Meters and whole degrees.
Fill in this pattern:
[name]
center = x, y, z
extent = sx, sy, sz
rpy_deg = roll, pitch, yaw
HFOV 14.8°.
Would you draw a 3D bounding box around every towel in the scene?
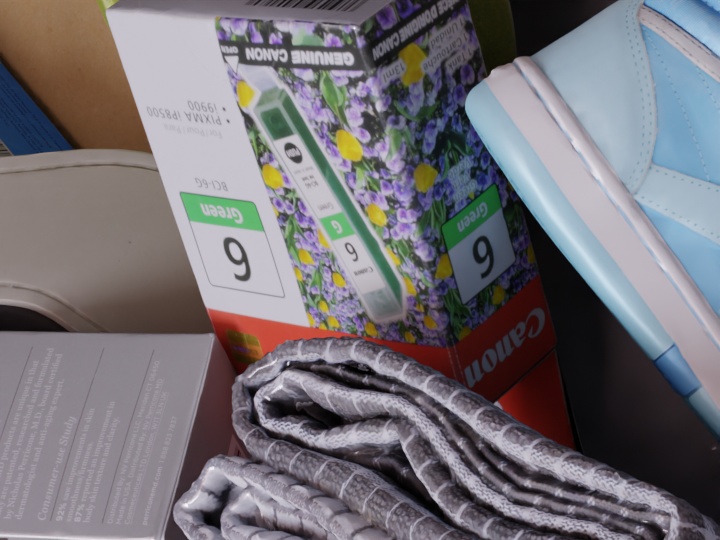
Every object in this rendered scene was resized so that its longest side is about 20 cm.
[towel]
center = 0.067, 0.096, 0.780
extent = 0.200, 0.165, 0.086
rpy_deg = 18, 76, 50

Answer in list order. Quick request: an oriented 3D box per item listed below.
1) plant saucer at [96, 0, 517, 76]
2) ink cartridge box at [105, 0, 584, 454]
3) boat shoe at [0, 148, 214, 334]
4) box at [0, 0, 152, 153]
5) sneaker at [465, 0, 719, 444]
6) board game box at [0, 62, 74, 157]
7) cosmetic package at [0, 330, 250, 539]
[plant saucer]
center = -0.033, -0.096, 0.903
extent = 0.200, 0.031, 0.201
rpy_deg = 32, 140, 32
[ink cartridge box]
center = 0.000, 0.000, 0.870
extent = 0.109, 0.050, 0.201
rpy_deg = 9, 125, 42
[boat shoe]
center = -0.112, -0.003, 0.957
extent = 0.063, 0.199, 0.073
rpy_deg = 145, 130, -70
[box]
center = -0.144, -0.102, 1.063
extent = 0.163, 0.021, 0.201
rpy_deg = -31, 72, 38
[sneaker]
center = 0.138, -0.010, 0.794
extent = 0.130, 0.080, 0.200
rpy_deg = -39, 94, 2
[board game box]
center = -0.210, -0.019, 1.075
extent = 0.200, 0.056, 0.196
rpy_deg = 49, 124, 29
[cosmetic package]
center = -0.130, 0.080, 0.930
extent = 0.199, 0.107, 0.090
rpy_deg = -3, 53, 20
